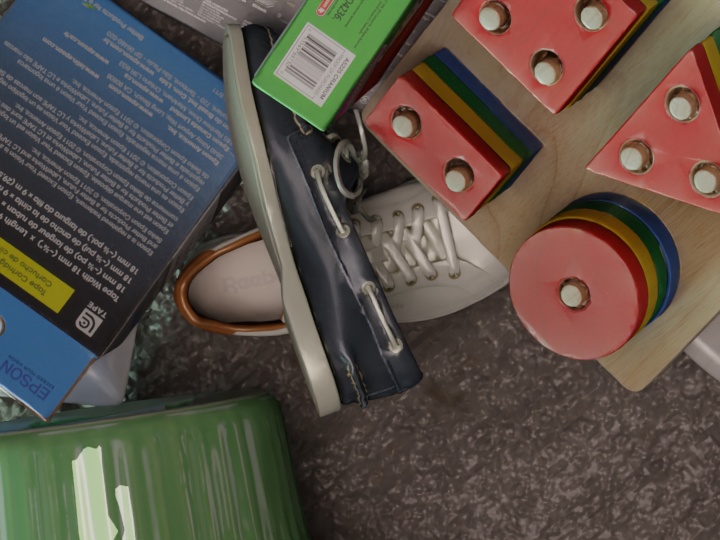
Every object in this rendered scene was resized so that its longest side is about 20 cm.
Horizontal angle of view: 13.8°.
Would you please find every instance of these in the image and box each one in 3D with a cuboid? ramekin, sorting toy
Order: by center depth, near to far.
[{"bbox_3d":[0.111,-0.063,1.402,0.199,0.070,0.200,45,126,7],"label":"sorting toy"},{"bbox_3d":[-0.123,0.120,1.505,0.199,0.200,0.098,-7,90,9],"label":"ramekin"}]

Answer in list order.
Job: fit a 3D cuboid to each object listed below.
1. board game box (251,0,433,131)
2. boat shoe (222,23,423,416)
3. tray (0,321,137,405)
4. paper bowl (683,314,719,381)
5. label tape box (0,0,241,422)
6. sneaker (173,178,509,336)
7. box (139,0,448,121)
[{"bbox_3d":[0.021,-0.149,1.383,0.040,0.200,0.153,35,103,0],"label":"board game box"},{"bbox_3d":[-0.021,-0.031,1.454,0.062,0.075,0.201,-15,75,-5],"label":"boat shoe"},{"bbox_3d":[-0.214,0.009,1.558,0.199,0.022,0.108,6,66,7],"label":"tray"},{"bbox_3d":[0.233,-0.037,1.451,0.200,0.104,0.202,15,120,27],"label":"paper bowl"},{"bbox_3d":[-0.159,-0.035,1.504,0.144,0.063,0.200,36,72,1],"label":"label tape box"},{"bbox_3d":[0.000,0.000,1.522,0.199,0.085,0.073,-15,95,9],"label":"sneaker"},{"bbox_3d":[0.008,-0.164,1.510,0.199,0.051,0.158,27,103,3],"label":"box"}]
